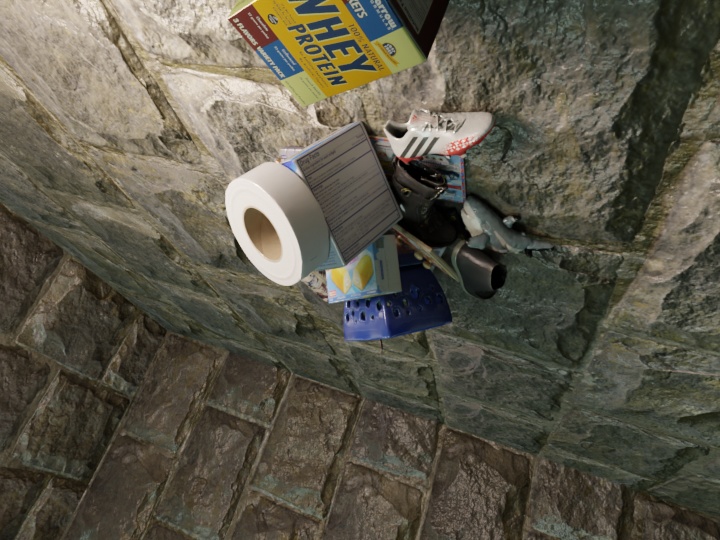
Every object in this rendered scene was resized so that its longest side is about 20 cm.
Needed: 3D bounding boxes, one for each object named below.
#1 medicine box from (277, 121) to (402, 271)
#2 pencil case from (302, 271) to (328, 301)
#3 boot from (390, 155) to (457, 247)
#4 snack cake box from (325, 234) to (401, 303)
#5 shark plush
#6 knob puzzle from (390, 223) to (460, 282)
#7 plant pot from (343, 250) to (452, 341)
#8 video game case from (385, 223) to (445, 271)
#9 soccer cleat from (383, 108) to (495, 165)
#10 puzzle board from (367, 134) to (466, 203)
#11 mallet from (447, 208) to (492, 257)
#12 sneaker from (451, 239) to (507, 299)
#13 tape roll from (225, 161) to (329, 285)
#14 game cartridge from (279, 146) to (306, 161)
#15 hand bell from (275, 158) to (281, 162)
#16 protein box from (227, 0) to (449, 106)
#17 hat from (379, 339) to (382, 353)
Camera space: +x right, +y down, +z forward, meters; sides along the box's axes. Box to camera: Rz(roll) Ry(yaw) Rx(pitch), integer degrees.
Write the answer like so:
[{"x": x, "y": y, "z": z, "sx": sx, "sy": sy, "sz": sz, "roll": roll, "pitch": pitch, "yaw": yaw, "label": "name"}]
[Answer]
[{"x": -0.043, "y": -0.135, "z": 0.954, "sx": 0.102, "sy": 0.181, "sz": 0.204, "roll": -8, "pitch": 114, "yaw": 49, "label": "medicine box"}, {"x": -0.144, "y": 0.013, "z": 1.568, "sx": 0.199, "sy": 0.079, "sz": 0.089, "roll": 41, "pitch": 170, "yaw": -34, "label": "pencil case"}, {"x": 0.126, "y": -0.127, "z": 1.000, "sx": 0.196, "sy": 0.071, "sz": 0.174, "roll": 27, "pitch": 159, "yaw": -6, "label": "boot"}, {"x": 0.000, "y": 0.000, "z": 1.112, "sx": 0.066, "sy": 0.119, "sz": 0.198, "roll": -4, "pitch": 174, "yaw": -33, "label": "snack cake box"}, {"x": 0.285, "y": -0.073, "z": 1.019, "sx": 0.196, "sy": 0.091, "sz": 0.085, "roll": 26, "pitch": 120, "yaw": 9, "label": "shark plush"}, {"x": 0.106, "y": -0.050, "z": 1.109, "sx": 0.217, "sy": 0.031, "sz": 0.220, "roll": 38, "pitch": -177, "yaw": -2, "label": "knob puzzle"}, {"x": 0.073, "y": 0.058, "z": 1.233, "sx": 0.195, "sy": 0.186, "sz": 0.198, "roll": -8, "pitch": 174, "yaw": -33, "label": "plant pot"}, {"x": 0.109, "y": -0.066, "z": 1.247, "sx": 0.178, "sy": 0.023, "sz": 0.201, "roll": 22, "pitch": 156, "yaw": 3, "label": "video game case"}, {"x": 0.122, "y": -0.227, "z": 0.846, "sx": 0.197, "sy": 0.070, "sz": 0.085, "roll": -1, "pitch": 144, "yaw": 46, "label": "soccer cleat"}, {"x": 0.104, "y": -0.191, "z": 0.999, "sx": 0.195, "sy": 0.018, "sz": 0.152, "roll": 13, "pitch": 155, "yaw": 21, "label": "puzzle board"}, {"x": 0.225, "y": -0.061, "z": 1.141, "sx": 0.065, "sy": 0.042, "sz": 0.200, "roll": -7, "pitch": 139, "yaw": 40, "label": "mallet"}, {"x": 0.262, "y": 0.025, "z": 1.081, "sx": 0.106, "sy": 0.075, "sz": 0.200, "roll": 38, "pitch": 178, "yaw": 41, "label": "sneaker"}, {"x": -0.145, "y": -0.077, "z": 0.902, "sx": 0.200, "sy": 0.070, "sz": 0.207, "roll": 30, "pitch": 139, "yaw": 30, "label": "tape roll"}, {"x": -0.103, "y": -0.156, "z": 1.103, "sx": 0.126, "sy": 0.038, "sz": 0.206, "roll": 7, "pitch": 114, "yaw": 25, "label": "game cartridge"}, {"x": -0.106, "y": -0.181, "z": 1.154, "sx": 0.198, "sy": 0.105, "sz": 0.104, "roll": 37, "pitch": 156, "yaw": -1, "label": "hand bell"}, {"x": -0.007, "y": -0.327, "z": 0.581, "sx": 0.195, "sy": 0.204, "sz": 0.135, "roll": -2, "pitch": 148, "yaw": 43, "label": "protein box"}, {"x": 0.022, "y": 0.095, "z": 1.462, "sx": 0.196, "sy": 0.180, "sz": 0.166, "roll": 25, "pitch": 157, "yaw": -7, "label": "hat"}]
